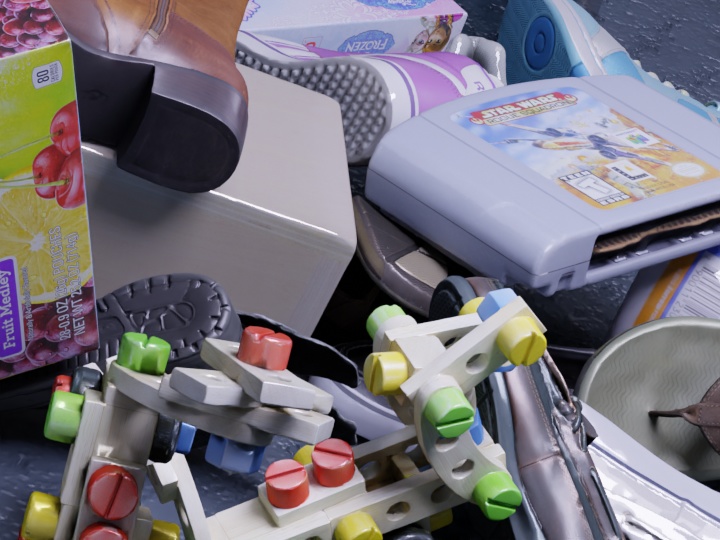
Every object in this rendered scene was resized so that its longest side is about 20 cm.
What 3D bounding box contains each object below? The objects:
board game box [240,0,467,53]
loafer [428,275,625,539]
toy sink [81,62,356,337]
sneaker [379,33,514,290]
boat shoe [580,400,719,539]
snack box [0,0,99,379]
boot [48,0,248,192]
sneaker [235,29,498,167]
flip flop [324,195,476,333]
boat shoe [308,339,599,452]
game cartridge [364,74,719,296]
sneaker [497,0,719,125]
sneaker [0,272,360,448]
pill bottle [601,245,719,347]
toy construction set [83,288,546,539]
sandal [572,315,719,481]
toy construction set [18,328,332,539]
[{"bbox_3d":[-0.072,-0.183,1.689,0.200,0.041,0.200,-10,44,-43],"label":"board game box"},{"bbox_3d":[0.082,0.095,1.268,0.063,0.072,0.200,-8,71,-21],"label":"loafer"},{"bbox_3d":[-0.116,-0.036,1.357,0.200,0.112,0.130,19,30,-17],"label":"toy sink"},{"bbox_3d":[0.054,-0.056,1.537,0.075,0.081,0.200,16,32,-15],"label":"sneaker"},{"bbox_3d":[0.133,0.130,1.319,0.200,0.071,0.070,34,62,1],"label":"boat shoe"},{"bbox_3d":[-0.211,-0.017,1.147,0.200,0.169,0.068,-17,44,-16],"label":"snack box"},{"bbox_3d":[-0.131,-0.134,1.317,0.188,0.069,0.200,20,29,-14],"label":"boot"},{"bbox_3d":[-0.013,-0.088,1.506,0.114,0.073,0.200,-8,17,-44],"label":"sneaker"},{"bbox_3d":[0.000,0.000,1.405,0.081,0.058,0.200,34,-2,-22],"label":"flip flop"},{"bbox_3d":[0.077,0.055,1.387,0.200,0.066,0.070,14,31,-14],"label":"boat shoe"},{"bbox_3d":[0.105,-0.047,1.398,0.200,0.042,0.133,-16,43,-43],"label":"game cartridge"},{"bbox_3d":[0.167,-0.088,1.669,0.130,0.080,0.200,-1,47,-32],"label":"sneaker"},{"bbox_3d":[-0.107,0.048,1.275,0.200,0.104,0.060,-6,61,13],"label":"sneaker"},{"bbox_3d":[0.230,0.053,1.450,0.200,0.112,0.112,30,31,11],"label":"pill bottle"},{"bbox_3d":[-0.018,0.078,1.200,0.200,0.131,0.092,-10,43,-5],"label":"toy construction set"},{"bbox_3d":[0.200,0.064,1.356,0.201,0.080,0.057,6,-6,-2],"label":"sandal"},{"bbox_3d":[-0.090,0.102,1.088,0.092,0.200,0.131,28,6,-10],"label":"toy construction set"}]
